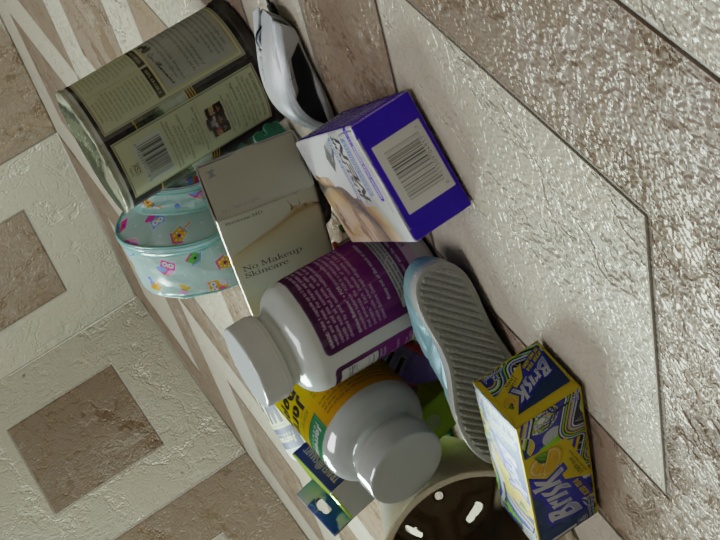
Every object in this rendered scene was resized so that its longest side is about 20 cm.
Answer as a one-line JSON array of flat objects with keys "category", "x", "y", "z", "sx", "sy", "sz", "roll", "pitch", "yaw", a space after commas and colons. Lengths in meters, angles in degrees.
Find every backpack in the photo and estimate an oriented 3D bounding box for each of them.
[{"category": "backpack", "x": -0.187, "y": -0.073, "z": 1.740, "sx": 0.154, "sy": 0.173, "sz": 0.202, "roll": 69, "pitch": -157, "yaw": -48}]

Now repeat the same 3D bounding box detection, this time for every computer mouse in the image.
[{"category": "computer mouse", "x": -0.082, "y": -0.209, "z": 1.445, "sx": 0.110, "sy": 0.044, "sz": 0.202, "roll": 33, "pitch": 151, "yaw": 61}]

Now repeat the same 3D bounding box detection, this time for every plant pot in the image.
[{"category": "plant pot", "x": 0.099, "y": 0.266, "z": 1.581, "sx": 0.202, "sy": 0.199, "sz": 0.184, "roll": 62, "pitch": 178, "yaw": -18}]

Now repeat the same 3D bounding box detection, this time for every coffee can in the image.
[{"category": "coffee can", "x": -0.201, "y": -0.175, "z": 1.625, "sx": 0.147, "sy": 0.199, "sz": 0.147, "roll": 54, "pitch": 167, "yaw": 19}]

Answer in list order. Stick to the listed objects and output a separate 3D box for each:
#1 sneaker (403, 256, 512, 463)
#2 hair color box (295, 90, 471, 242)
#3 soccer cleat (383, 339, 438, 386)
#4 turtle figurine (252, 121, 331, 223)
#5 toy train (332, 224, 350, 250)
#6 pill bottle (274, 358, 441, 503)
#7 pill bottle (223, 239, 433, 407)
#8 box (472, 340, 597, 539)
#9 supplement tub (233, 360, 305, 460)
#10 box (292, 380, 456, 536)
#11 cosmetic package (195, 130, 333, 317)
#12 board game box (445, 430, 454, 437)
[{"category": "sneaker", "x": 0.094, "y": 0.075, "z": 1.390, "sx": 0.082, "sy": 0.073, "sz": 0.202, "roll": -138, "pitch": 28, "yaw": -74}, {"category": "hair color box", "x": 0.015, "y": -0.084, "z": 1.318, "sx": 0.110, "sy": 0.064, "sz": 0.200, "roll": 60, "pitch": 169, "yaw": -8}, {"category": "soccer cleat", "x": 0.024, "y": 0.102, "z": 1.599, "sx": 0.066, "sy": 0.077, "sz": 0.199, "roll": 21, "pitch": 174, "yaw": -37}, {"category": "turtle figurine", "x": -0.078, "y": -0.078, "z": 1.623, "sx": 0.200, "sy": 0.099, "sz": 0.152, "roll": 50, "pitch": -132, "yaw": -73}, {"category": "toy train", "x": 0.000, "y": 0.000, "z": 1.591, "sx": 0.150, "sy": 0.055, "sz": 0.201, "roll": 43, "pitch": 160, "yaw": 50}, {"category": "pill bottle", "x": -0.009, "y": 0.134, "z": 1.506, "sx": 0.200, "sy": 0.112, "sz": 0.113, "roll": 44, "pitch": 161, "yaw": 41}, {"category": "pill bottle", "x": -0.024, "y": 0.043, "z": 1.438, "sx": 0.113, "sy": 0.199, "sz": 0.113, "roll": 54, "pitch": 163, "yaw": 25}, {"category": "box", "x": 0.154, "y": 0.155, "z": 1.321, "sx": 0.064, "sy": 0.070, "sz": 0.201, "roll": 49, "pitch": 165, "yaw": 38}, {"category": "supplement tub", "x": -0.058, "y": 0.154, "z": 1.974, "sx": 0.201, "sy": 0.144, "sz": 0.145, "roll": 59, "pitch": 167, "yaw": -4}, {"category": "box", "x": 0.016, "y": 0.174, "z": 1.598, "sx": 0.048, "sy": 0.200, "sz": 0.122, "roll": 53, "pitch": 170, "yaw": -24}, {"category": "cosmetic package", "x": -0.083, "y": -0.035, "z": 1.493, "sx": 0.201, "sy": 0.102, "sz": 0.074, "roll": 73, "pitch": 175, "yaw": -57}, {"category": "board game box", "x": 0.031, "y": 0.149, "z": 1.754, "sx": 0.133, "sy": 0.029, "sz": 0.202, "roll": 6, "pitch": 131, "yaw": 42}]
